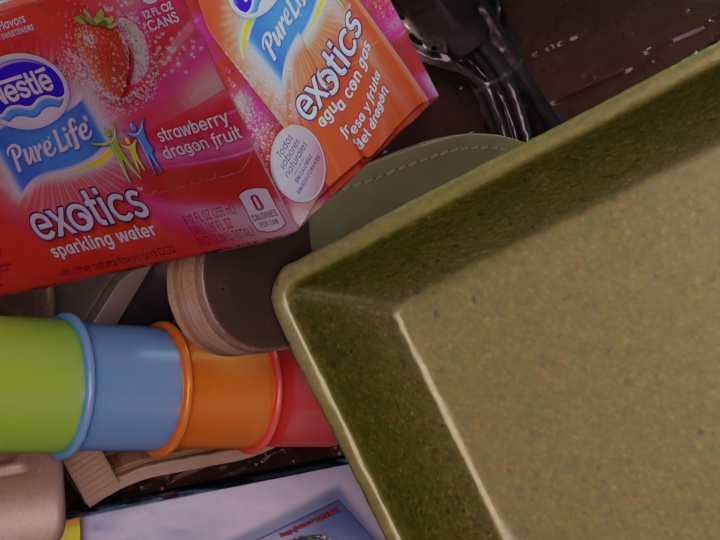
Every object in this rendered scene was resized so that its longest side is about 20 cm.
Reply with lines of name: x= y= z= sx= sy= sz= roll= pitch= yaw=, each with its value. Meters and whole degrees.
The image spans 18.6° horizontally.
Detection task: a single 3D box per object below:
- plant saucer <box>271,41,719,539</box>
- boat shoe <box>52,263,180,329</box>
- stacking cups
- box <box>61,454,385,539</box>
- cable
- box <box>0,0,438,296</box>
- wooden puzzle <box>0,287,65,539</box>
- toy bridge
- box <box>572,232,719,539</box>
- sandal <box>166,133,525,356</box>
plant saucer: x=0.099 y=0.048 z=0.739 sx=0.199 sy=0.048 sz=0.201 roll=-27 pitch=88 yaw=17
boat shoe: x=-0.068 y=-0.017 z=0.898 sx=0.200 sy=0.073 sz=0.063 roll=-50 pitch=136 yaw=-6
stacking cups: x=-0.092 y=0.047 z=0.804 sx=0.199 sy=0.060 sz=0.061 roll=7 pitch=91 yaw=-30
box: x=-0.066 y=0.156 z=0.875 sx=0.199 sy=0.038 sz=0.137 roll=-9 pitch=92 yaw=-18
cable: x=0.040 y=-0.092 z=0.904 sx=0.200 sy=0.050 sz=0.097 roll=54 pitch=48 yaw=-18
box: x=-0.087 y=-0.062 z=0.760 sx=0.095 sy=0.199 sz=0.100 roll=-46 pitch=115 yaw=-43
wooden puzzle: x=-0.209 y=0.034 z=0.858 sx=0.184 sy=0.037 sz=0.201 roll=-8 pitch=58 yaw=-1
toy bridge: x=-0.032 y=0.033 z=0.888 sx=0.200 sy=0.027 sz=0.067 roll=-34 pitch=131 yaw=-15
box: x=0.177 y=0.069 z=0.763 sx=0.121 sy=0.032 sz=0.201 roll=-33 pitch=89 yaw=16
sandal: x=-0.001 y=-0.006 z=0.831 sx=0.211 sy=0.069 sz=0.078 roll=-10 pitch=90 yaw=-44
